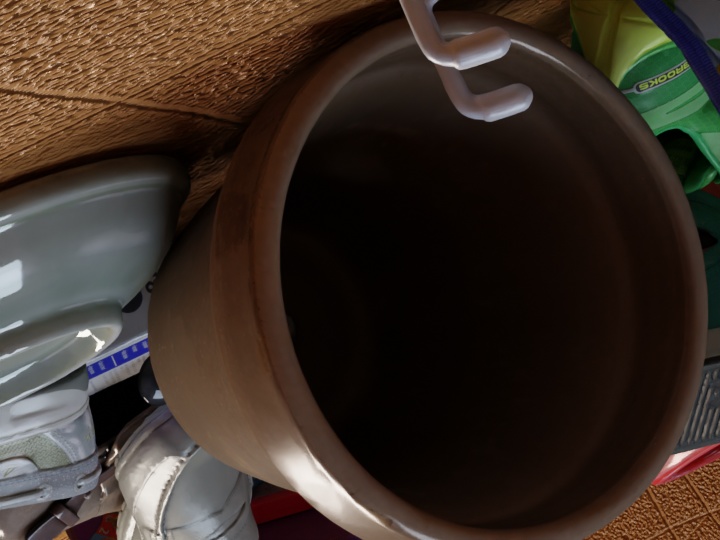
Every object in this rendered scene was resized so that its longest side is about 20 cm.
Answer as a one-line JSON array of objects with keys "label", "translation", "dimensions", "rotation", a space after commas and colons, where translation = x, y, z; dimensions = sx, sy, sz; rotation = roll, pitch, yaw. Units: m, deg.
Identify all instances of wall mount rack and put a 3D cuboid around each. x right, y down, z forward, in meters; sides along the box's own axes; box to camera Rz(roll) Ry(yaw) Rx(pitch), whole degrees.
[{"label": "wall mount rack", "translation": [0.095, -0.114, 0.940], "dimensions": [0.173, 0.075, 0.200], "rotation": [-27, 172, 4]}]

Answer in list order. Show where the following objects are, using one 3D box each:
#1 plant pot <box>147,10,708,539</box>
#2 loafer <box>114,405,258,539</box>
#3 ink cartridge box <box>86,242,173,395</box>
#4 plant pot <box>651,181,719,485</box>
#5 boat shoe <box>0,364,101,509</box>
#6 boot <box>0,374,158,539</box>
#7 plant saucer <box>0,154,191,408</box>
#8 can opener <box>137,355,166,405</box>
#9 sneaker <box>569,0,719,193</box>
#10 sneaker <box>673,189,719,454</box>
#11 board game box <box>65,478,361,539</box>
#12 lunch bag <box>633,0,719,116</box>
[{"label": "plant pot", "translation": [0.003, 0.016, 1.125], "dimensions": [0.199, 0.202, 0.174], "rotation": [-20, -177, -34]}, {"label": "loafer", "translation": [-0.075, 0.109, 1.389], "dimensions": [0.070, 0.070, 0.200], "rotation": [-40, 165, -18]}, {"label": "ink cartridge box", "translation": [-0.128, 0.035, 1.302], "dimensions": [0.199, 0.039, 0.099], "rotation": [-24, 172, -6]}, {"label": "plant pot", "translation": [0.185, -0.022, 1.396], "dimensions": [0.199, 0.183, 0.200], "rotation": [-25, 171, -4]}, {"label": "boat shoe", "translation": [-0.203, 0.089, 1.204], "dimensions": [0.201, 0.065, 0.074], "rotation": [-19, -155, -22]}, {"label": "boot", "translation": [-0.113, 0.071, 1.436], "dimensions": [0.200, 0.070, 0.146], "rotation": [-41, 172, -29]}, {"label": "plant saucer", "translation": [-0.148, 0.022, 1.126], "dimensions": [0.199, 0.050, 0.200], "rotation": [-26, 172, -4]}, {"label": "can opener", "translation": [-0.010, 0.015, 1.261], "dimensions": [0.199, 0.079, 0.063], "rotation": [-26, -163, -27]}, {"label": "sneaker", "translation": [0.133, -0.075, 1.213], "dimensions": [0.074, 0.084, 0.200], "rotation": [16, -173, 30]}, {"label": "sneaker", "translation": [0.088, 0.017, 1.240], "dimensions": [0.199, 0.121, 0.084], "rotation": [-13, 141, 16]}, {"label": "board game box", "translation": [-0.062, 0.099, 1.540], "dimensions": [0.200, 0.157, 0.039], "rotation": [-59, 158, -46]}, {"label": "lunch bag", "translation": [0.218, -0.132, 1.073], "dimensions": [0.200, 0.128, 0.170], "rotation": [-42, 166, 22]}]
